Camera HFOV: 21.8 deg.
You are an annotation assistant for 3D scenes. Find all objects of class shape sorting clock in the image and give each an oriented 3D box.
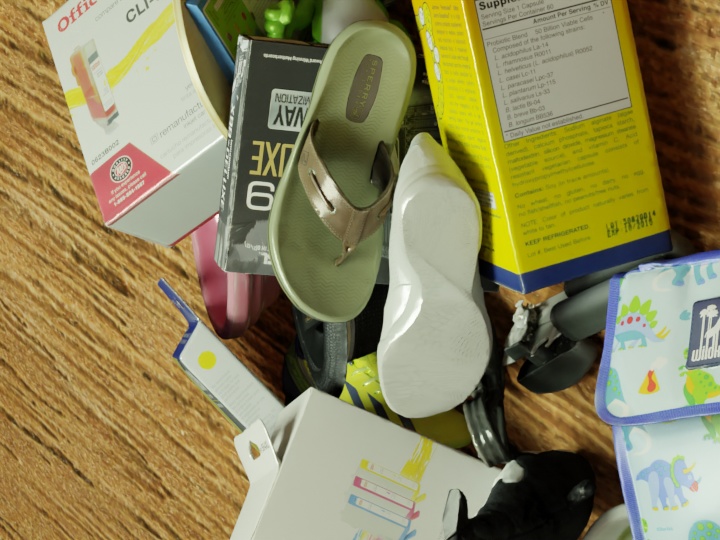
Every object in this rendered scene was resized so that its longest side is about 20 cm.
[{"bbox_3d":[-0.078,-0.168,1.345,0.039,0.200,0.201,-17,95,29],"label":"shape sorting clock"}]

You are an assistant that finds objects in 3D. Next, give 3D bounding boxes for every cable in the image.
[{"bbox_3d":[0.079,0.088,1.346,0.200,0.050,0.097,-90,-18,-55],"label":"cable"}]

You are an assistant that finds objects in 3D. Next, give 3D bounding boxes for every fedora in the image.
[{"bbox_3d":[0.000,0.000,1.419,0.201,0.091,0.202,173,90,-80],"label":"fedora"}]

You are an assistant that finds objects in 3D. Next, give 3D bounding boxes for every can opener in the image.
[{"bbox_3d":[0.164,0.028,1.296,0.066,0.053,0.200,35,147,-13],"label":"can opener"}]

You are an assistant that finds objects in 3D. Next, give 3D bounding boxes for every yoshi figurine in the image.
[{"bbox_3d":[-0.009,-0.198,1.321,0.112,0.112,0.201,-17,92,38],"label":"yoshi figurine"}]

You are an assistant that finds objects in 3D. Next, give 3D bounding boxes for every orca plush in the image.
[{"bbox_3d":[0.125,0.152,1.298,0.071,0.200,0.106,-33,66,28],"label":"orca plush"}]

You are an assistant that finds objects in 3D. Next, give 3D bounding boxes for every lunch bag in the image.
[{"bbox_3d":[0.243,0.083,1.140,0.170,0.127,0.201,-13,86,39],"label":"lunch bag"}]

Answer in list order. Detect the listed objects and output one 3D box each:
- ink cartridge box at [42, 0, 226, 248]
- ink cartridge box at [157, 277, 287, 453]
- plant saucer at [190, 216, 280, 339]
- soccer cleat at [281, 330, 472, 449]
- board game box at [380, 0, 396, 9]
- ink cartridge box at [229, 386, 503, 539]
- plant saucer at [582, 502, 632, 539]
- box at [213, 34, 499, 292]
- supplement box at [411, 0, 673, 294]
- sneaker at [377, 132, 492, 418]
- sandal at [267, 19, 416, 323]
[{"bbox_3d":[-0.148,-0.143,1.439,0.145,0.083,0.201,-34,60,25],"label":"ink cartridge box"},{"bbox_3d":[-0.112,0.093,1.560,0.200,0.047,0.198,45,174,-3],"label":"ink cartridge box"},{"bbox_3d":[-0.105,-0.045,1.544,0.200,0.051,0.202,172,90,-76],"label":"plant saucer"},{"bbox_3d":[0.010,0.094,1.509,0.200,0.065,0.084,18,105,43],"label":"soccer cleat"},{"bbox_3d":[-0.034,-0.218,1.439,0.105,0.023,0.200,61,144,6],"label":"board game box"},{"bbox_3d":[-0.005,0.181,1.393,0.199,0.126,0.129,24,162,-7],"label":"ink cartridge box"},{"bbox_3d":[0.236,0.248,1.304,0.200,0.050,0.201,27,128,41],"label":"plant saucer"},{"bbox_3d":[0.006,-0.072,1.282,0.050,0.199,0.159,-140,57,-72],"label":"box"},{"bbox_3d":[0.115,-0.101,1.206,0.109,0.108,0.201,-152,49,-72],"label":"supplement box"},{"bbox_3d":[0.047,0.003,1.245,0.089,0.075,0.201,-103,14,-54],"label":"sneaker"},{"bbox_3d":[-0.010,-0.064,1.222,0.057,0.079,0.202,-139,58,-72],"label":"sandal"}]
